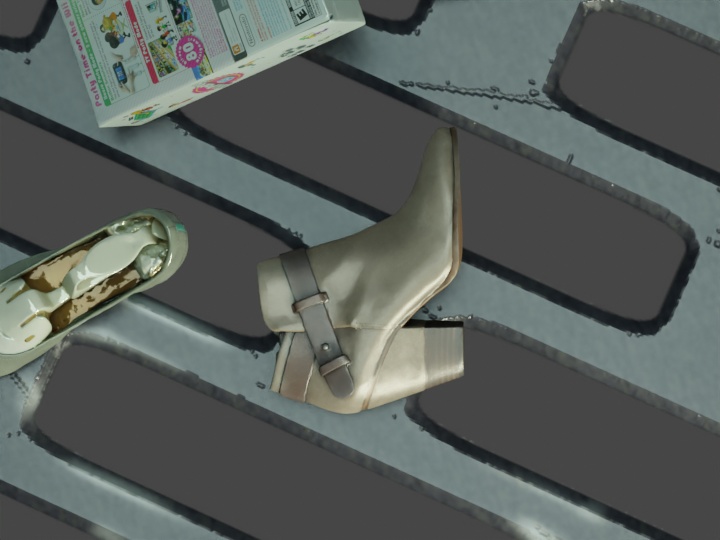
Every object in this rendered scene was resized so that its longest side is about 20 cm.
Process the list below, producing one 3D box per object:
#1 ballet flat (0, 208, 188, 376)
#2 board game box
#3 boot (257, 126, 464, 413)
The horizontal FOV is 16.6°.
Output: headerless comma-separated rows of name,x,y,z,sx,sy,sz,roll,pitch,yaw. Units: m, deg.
ballet flat,-0.215,0.013,1.754,0.199,0.064,0.068,-30,86,0
board game box,-0.114,-0.204,1.727,0.199,0.064,0.148,-21,86,25
boot,0.000,0.000,1.747,0.145,0.070,0.202,-1,86,4
